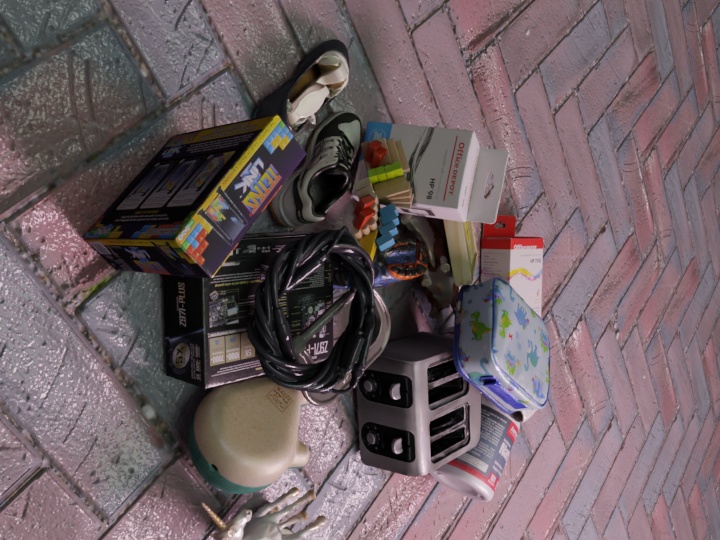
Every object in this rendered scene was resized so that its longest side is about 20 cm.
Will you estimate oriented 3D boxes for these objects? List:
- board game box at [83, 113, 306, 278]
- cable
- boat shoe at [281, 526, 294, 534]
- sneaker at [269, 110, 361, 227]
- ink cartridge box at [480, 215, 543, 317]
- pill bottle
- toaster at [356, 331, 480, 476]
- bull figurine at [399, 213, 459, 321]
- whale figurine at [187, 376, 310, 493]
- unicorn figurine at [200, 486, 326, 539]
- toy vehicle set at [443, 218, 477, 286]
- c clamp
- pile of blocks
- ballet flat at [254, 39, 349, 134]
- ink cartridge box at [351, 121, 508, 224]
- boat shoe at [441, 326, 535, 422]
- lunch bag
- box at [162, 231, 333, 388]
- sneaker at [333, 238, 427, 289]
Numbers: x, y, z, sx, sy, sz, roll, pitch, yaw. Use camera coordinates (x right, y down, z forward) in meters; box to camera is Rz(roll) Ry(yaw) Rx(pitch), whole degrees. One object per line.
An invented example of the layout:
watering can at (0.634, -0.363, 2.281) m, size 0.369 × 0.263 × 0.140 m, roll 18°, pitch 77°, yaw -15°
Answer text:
board game box at (-0.173, -0.074, 0.691) m, size 0.057 × 0.199 × 0.166 m, roll 52°, pitch 59°, yaw -33°
cable at (-0.051, 0.041, 0.794) m, size 0.162 × 0.051 × 0.201 m, roll 20°, pitch 78°, yaw -32°
boat shoe at (-0.094, 0.438, 0.919) m, size 0.060 × 0.072 × 0.203 m, roll -88°, pitch 167°, yaw -84°
sneaker at (-0.036, -0.135, 0.908) m, size 0.076 × 0.087 × 0.201 m, roll 47°, pitch 60°, yaw -35°
ink cartridge box at (0.283, -0.002, 1.262) m, size 0.116 × 0.067 × 0.202 m, roll -4°, pitch 96°, yaw -46°
pill bottle at (0.207, 0.280, 1.171) m, size 0.120 × 0.119 × 0.201 m, roll 47°, pitch 61°, yaw -37°
toaster at (0.094, 0.200, 1.050) m, size 0.199 × 0.118 × 0.182 m, roll -11°, pitch 102°, yaw -45°
bull figurine at (0.116, -0.005, 1.069) m, size 0.122 × 0.065 × 0.201 m, roll -92°, pitch 161°, yaw -51°
whale figurine at (-0.131, 0.190, 0.842) m, size 0.159 × 0.104 × 0.200 m, roll 43°, pitch 33°, yaw 1°
unicorn figurine at (-0.116, 0.308, 0.810) m, size 0.137 × 0.200 × 0.074 m, roll -20°, pitch 64°, yaw -27°
toy vehicle set at (0.161, -0.060, 1.085) m, size 0.200 × 0.026 × 0.125 m, roll -47°, pitch 127°, yaw -72°
c clamp at (-0.033, 0.077, 0.851) m, size 0.200 × 0.027 × 0.172 m, roll -36°, pitch 119°, yaw -38°
pile of blocks at (0.024, -0.090, 0.897) m, size 0.062 × 0.082 × 0.201 m, roll 57°, pitch 42°, yaw -73°
ballet flat at (-0.057, -0.241, 0.891) m, size 0.200 × 0.073 × 0.073 m, roll -51°, pitch 126°, yaw -30°
ink cartridge box at (0.099, -0.139, 0.960) m, size 0.067 × 0.199 × 0.117 m, roll 32°, pitch 69°, yaw -68°
boat shoe at (0.207, 0.176, 1.129) m, size 0.070 × 0.200 × 0.071 m, roll -40°, pitch 163°, yaw -33°
lunch bag at (0.214, 0.118, 1.022) m, size 0.200 × 0.082 × 0.162 m, roll 39°, pitch 47°, yaw -40°
box at (-0.131, 0.038, 0.825) m, size 0.199 × 0.086 × 0.165 m, roll -8°, pitch 99°, yaw -46°
sneaker at (0.000, 0.000, 0.968) m, size 0.199 × 0.078 × 0.076 m, roll 1°, pitch 68°, yaw -30°
